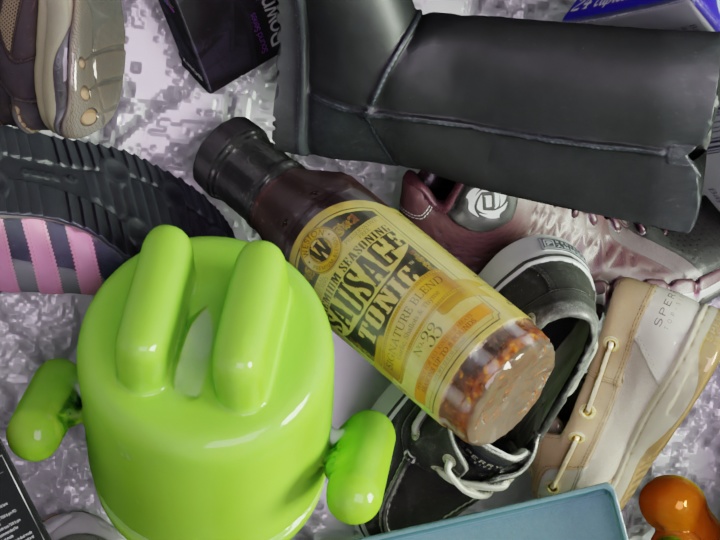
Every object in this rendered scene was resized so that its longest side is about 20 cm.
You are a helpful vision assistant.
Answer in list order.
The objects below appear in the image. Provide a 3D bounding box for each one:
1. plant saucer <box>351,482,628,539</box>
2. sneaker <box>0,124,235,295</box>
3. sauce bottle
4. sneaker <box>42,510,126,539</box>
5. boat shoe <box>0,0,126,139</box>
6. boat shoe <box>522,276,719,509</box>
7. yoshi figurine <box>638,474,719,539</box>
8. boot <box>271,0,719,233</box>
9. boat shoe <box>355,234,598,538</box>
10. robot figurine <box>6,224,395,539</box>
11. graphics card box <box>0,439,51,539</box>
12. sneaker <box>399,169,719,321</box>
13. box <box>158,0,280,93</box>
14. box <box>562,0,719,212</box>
[{"bbox_3d":[0.043,0.156,1.088,0.199,0.019,0.070,-15,92,24],"label":"plant saucer"},{"bbox_3d":[-0.154,-0.018,1.039,0.199,0.070,0.082,17,138,-32],"label":"sneaker"},{"bbox_3d":[0.000,0.000,1.027,0.066,0.200,0.066,-38,151,-27],"label":"sauce bottle"},{"bbox_3d":[-0.093,0.210,1.076,0.076,0.092,0.200,-43,109,-6],"label":"sneaker"},{"bbox_3d":[-0.147,-0.160,0.996,0.073,0.074,0.201,1,80,15],"label":"boat shoe"},{"bbox_3d":[0.116,0.079,1.106,0.069,0.074,0.200,31,128,5],"label":"boat shoe"},{"bbox_3d":[0.147,0.188,1.084,0.112,0.112,0.200,34,57,-7],"label":"yoshi figurine"},{"bbox_3d":[0.065,-0.106,0.986,0.199,0.066,0.165,13,131,12],"label":"boot"},{"bbox_3d":[0.052,0.075,1.074,0.070,0.064,0.200,15,125,-22],"label":"boat shoe"},{"bbox_3d":[-0.070,0.063,1.017,0.174,0.200,0.116,8,58,2],"label":"robot figurine"},{"bbox_3d":[-0.158,0.165,1.001,0.051,0.125,0.201,-28,91,-23],"label":"graphics card box"},{"bbox_3d":[0.109,-0.036,1.090,0.199,0.076,0.116,-12,123,-16],"label":"sneaker"},{"bbox_3d":[-0.013,-0.186,1.026,0.199,0.036,0.143,-31,139,-9],"label":"box"},{"bbox_3d":[0.235,-0.130,1.087,0.184,0.105,0.200,47,66,-20],"label":"box"}]
